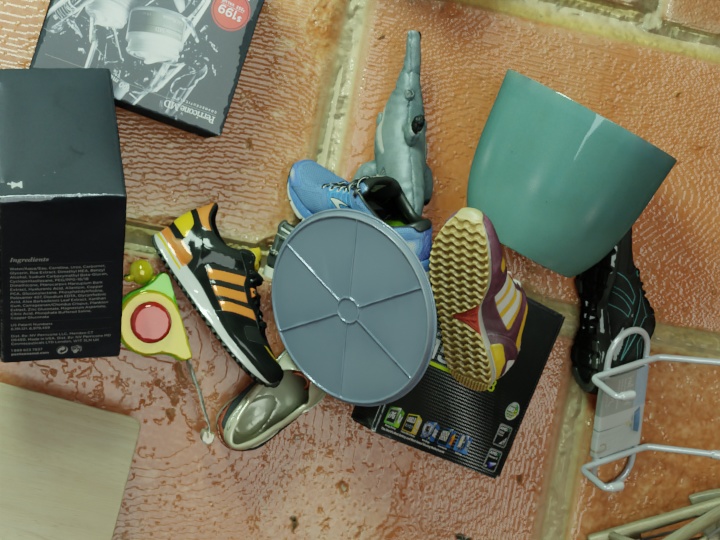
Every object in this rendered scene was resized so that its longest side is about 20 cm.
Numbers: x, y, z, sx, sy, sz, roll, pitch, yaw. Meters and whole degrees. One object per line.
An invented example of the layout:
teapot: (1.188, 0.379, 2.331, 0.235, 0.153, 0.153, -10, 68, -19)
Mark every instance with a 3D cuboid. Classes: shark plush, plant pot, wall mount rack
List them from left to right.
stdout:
shark plush: (0.059, -0.145, 1.645, 0.090, 0.083, 0.202, 17, 89, -13)
plant pot: (0.203, -0.090, 1.632, 0.199, 0.201, 0.162, 26, 97, -13)
wall mount rack: (0.323, 0.158, 1.704, 0.173, 0.074, 0.202, -13, 120, -30)

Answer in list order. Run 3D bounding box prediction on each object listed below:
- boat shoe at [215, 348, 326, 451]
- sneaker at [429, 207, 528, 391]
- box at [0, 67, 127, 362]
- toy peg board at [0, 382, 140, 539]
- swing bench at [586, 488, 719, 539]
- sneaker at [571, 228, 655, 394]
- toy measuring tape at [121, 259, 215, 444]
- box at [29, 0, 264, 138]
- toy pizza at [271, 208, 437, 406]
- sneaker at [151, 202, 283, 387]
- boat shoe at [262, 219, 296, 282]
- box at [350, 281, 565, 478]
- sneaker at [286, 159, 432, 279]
boat shoe: (-0.068, 0.115, 1.641, 0.200, 0.063, 0.071, -40, 99, -10)
sneaker: (0.123, 0.017, 1.572, 0.090, 0.075, 0.201, -37, 134, -43)
box: (-0.285, -0.053, 1.472, 0.116, 0.197, 0.201, -2, 132, -13)
toy peg board: (-0.346, 0.227, 1.578, 0.198, 0.098, 0.201, 17, 74, -14)
swing bench: (0.384, 0.361, 1.730, 0.198, 0.130, 0.201, -17, 96, -17)
sneaker: (0.280, 0.034, 1.721, 0.079, 0.075, 0.202, 0, 102, -23)
toy measuring tape: (-0.207, 0.089, 1.604, 0.073, 0.074, 0.202, -17, 96, -12)
box: (-0.209, -0.250, 1.567, 0.198, 0.104, 0.184, 18, 90, -13)
toy pizza: (-0.004, 0.036, 1.561, 0.032, 0.199, 0.202, -21, 100, -53)
sneaker: (-0.125, 0.022, 1.599, 0.090, 0.070, 0.201, -37, 84, -5)
boat shoe: (0.000, 0.000, 1.645, 0.198, 0.072, 0.068, 15, 89, -13)
box: (0.106, 0.100, 1.653, 0.199, 0.047, 0.194, 26, 89, -38)
sneaker: (0.005, -0.068, 1.593, 0.078, 0.199, 0.090, -23, 136, -41)
